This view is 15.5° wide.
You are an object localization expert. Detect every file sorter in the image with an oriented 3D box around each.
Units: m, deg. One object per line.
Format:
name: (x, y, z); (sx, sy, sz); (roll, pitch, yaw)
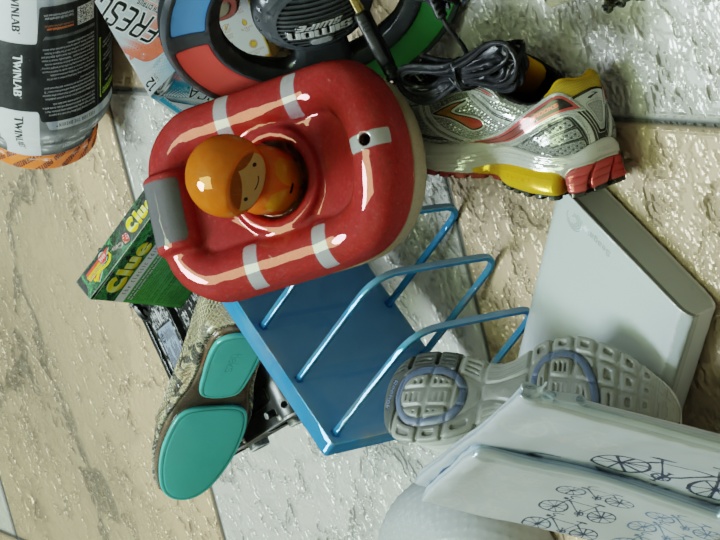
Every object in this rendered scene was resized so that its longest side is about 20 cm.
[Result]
file sorter: (0.000, 0.000, 1.779); (0.200, 0.138, 0.123); (54, 128, 24)

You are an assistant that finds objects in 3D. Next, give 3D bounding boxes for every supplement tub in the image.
supplement tub: (-0.260, -0.189, 2.131); (0.123, 0.122, 0.201); (43, 143, 39)

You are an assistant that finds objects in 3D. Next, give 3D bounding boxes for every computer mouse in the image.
computer mouse: (0.027, -0.192, 1.581); (0.200, 0.046, 0.140); (59, 152, -10)

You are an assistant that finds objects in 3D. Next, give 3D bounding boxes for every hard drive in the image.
hard drive: (0.156, 0.053, 1.675); (0.132, 0.026, 0.200); (49, 147, 32)

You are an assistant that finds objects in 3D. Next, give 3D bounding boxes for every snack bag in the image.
snack bag: (0.149, 0.126, 1.591); (0.200, 0.188, 0.021); (131, 151, -62)

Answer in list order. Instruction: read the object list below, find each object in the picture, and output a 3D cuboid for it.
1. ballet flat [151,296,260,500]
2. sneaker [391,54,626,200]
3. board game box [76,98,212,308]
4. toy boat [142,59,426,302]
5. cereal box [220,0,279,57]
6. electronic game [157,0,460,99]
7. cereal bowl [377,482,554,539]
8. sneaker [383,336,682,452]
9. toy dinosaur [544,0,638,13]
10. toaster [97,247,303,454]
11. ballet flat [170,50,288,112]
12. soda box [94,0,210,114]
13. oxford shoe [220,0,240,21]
ballet flat: (-0.108, 0.076, 1.873); (0.200, 0.068, 0.075); (111, 152, -45)
sneaker: (0.087, -0.102, 1.649); (0.200, 0.078, 0.083); (13, 116, 47)
board game box: (-0.104, -0.056, 1.818); (0.023, 0.105, 0.200); (48, 111, 25)
toy boat: (-0.061, -0.058, 1.654); (0.199, 0.131, 0.131); (-17, 82, 28)
cereal box: (-0.106, -0.242, 1.820); (0.144, 0.039, 0.201); (-71, -41, -77)
electronic game: (-0.030, -0.170, 1.671); (0.200, 0.199, 0.042); (108, 152, -50)
cereal bowl: (0.072, 0.243, 1.891); (0.200, 0.083, 0.201); (41, 142, 41)
sneaker: (0.115, 0.087, 1.656); (0.199, 0.087, 0.075); (2, 71, 35)
toy dinosaur: (0.147, -0.200, 1.497); (0.200, 0.047, 0.088); (102, 151, -47)
toaster: (-0.083, 0.029, 1.974); (0.201, 0.118, 0.181); (64, 151, 6)
ballet flat: (-0.072, -0.130, 1.920); (0.200, 0.068, 0.068); (22, 111, 46)
soda box: (-0.144, -0.186, 1.924); (0.068, 0.064, 0.200); (35, -164, -43)
oxford shoe: (-0.127, -0.254, 1.711); (0.070, 0.075, 0.200); (-8, 126, 34)
